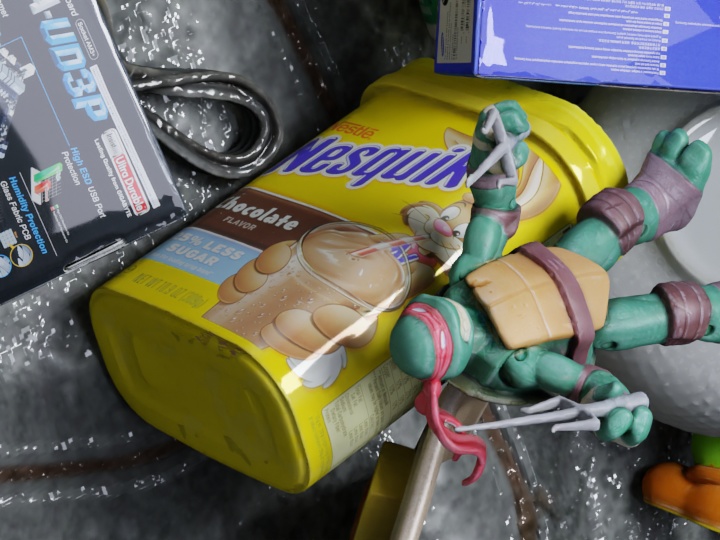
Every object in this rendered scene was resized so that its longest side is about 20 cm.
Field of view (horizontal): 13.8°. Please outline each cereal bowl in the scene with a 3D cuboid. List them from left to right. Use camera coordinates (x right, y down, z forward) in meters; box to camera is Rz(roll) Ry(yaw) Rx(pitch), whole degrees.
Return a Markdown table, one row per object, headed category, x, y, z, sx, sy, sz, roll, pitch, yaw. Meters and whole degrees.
| category | x | y | z | sx | sy | sz | roll | pitch | yaw |
| --- | --- | --- | --- | --- | --- | --- | --- | --- | --- |
| cereal bowl | 0.181 | -0.026 | 1.399 | 0.199 | 0.083 | 0.201 | 0 | 78 | 2 |

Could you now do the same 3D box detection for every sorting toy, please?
| category | x | y | z | sx | sy | sz | roll | pitch | yaw |
| --- | --- | --- | --- | --- | --- | --- | --- | --- | --- |
| sorting toy | 0.001 | 0.145 | 1.283 | 0.036 | 0.185 | 0.201 | 22 | 75 | 2 |

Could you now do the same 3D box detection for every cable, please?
| category | x | y | z | sx | sy | sz | roll | pitch | yaw |
| --- | --- | --- | --- | --- | --- | --- | --- | --- | --- |
| cable | -0.112 | -0.086 | 1.264 | 0.200 | 0.050 | 0.097 | 39 | 71 | -29 |

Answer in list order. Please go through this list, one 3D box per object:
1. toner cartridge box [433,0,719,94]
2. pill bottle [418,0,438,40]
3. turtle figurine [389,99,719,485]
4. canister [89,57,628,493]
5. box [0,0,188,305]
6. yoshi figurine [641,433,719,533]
| category | x | y | z | sx | sy | sz | roll | pitch | yaw |
| --- | --- | --- | --- | --- | --- | --- | --- | --- | --- |
| toner cartridge box | 0.131 | -0.127 | 1.310 | 0.199 | 0.043 | 0.096 | 3 | 95 | -25 |
| pill bottle | 0.058 | -0.213 | 1.355 | 0.113 | 0.113 | 0.201 | -25 | 103 | -34 |
| turtle figurine | 0.078 | 0.007 | 1.195 | 0.199 | 0.101 | 0.150 | -17 | 77 | -38 |
| canister | 0.000 | 0.000 | 1.285 | 0.200 | 0.148 | 0.087 | -36 | 127 | -29 |
| box | -0.180 | -0.079 | 1.182 | 0.158 | 0.046 | 0.201 | -26 | 105 | -10 |
| yoshi figurine | 0.201 | 0.030 | 1.489 | 0.111 | 0.112 | 0.201 | 18 | 93 | 5 |
